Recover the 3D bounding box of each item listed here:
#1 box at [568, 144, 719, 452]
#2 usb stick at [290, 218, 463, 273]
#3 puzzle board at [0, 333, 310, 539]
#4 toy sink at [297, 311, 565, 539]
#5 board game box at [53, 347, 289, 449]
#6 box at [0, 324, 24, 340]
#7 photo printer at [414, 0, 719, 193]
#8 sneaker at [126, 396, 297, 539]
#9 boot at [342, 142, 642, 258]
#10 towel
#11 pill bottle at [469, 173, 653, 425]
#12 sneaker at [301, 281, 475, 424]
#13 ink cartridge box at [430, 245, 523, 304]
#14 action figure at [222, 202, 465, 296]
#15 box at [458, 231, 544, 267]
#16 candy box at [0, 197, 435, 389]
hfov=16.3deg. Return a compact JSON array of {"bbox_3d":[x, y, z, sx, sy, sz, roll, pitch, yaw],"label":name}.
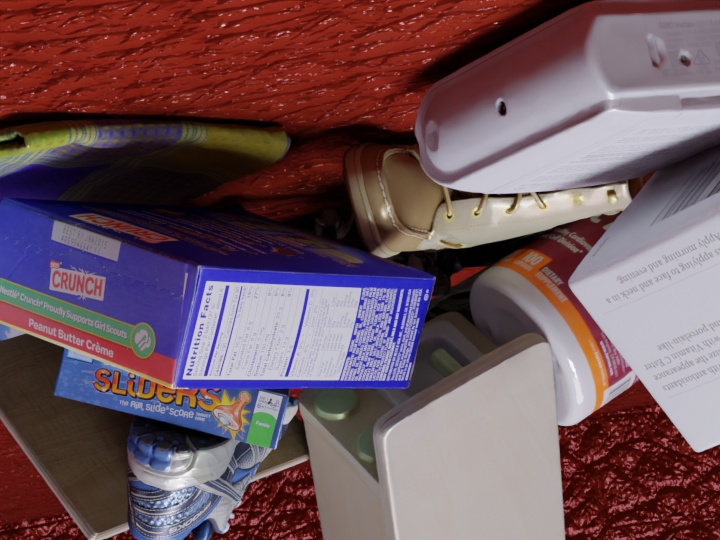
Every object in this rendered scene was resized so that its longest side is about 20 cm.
[{"bbox_3d":[0.257,-0.028,1.391,0.199,0.131,0.200,-28,-166,47],"label":"box"},{"bbox_3d":[0.010,-0.015,1.830,0.055,0.033,0.200,-8,173,34],"label":"usb stick"},{"bbox_3d":[-0.139,0.089,1.609,0.200,0.151,0.017,-17,149,-45],"label":"puzzle board"},{"bbox_3d":[0.044,0.112,1.617,0.130,0.112,0.201,-29,136,-20],"label":"toy sink"},{"bbox_3d":[-0.109,0.050,1.542,0.135,0.035,0.200,14,-168,-4],"label":"board game box"},{"bbox_3d":[-0.178,0.062,1.720,0.048,0.200,0.122,-41,-170,-38],"label":"box"},{"bbox_3d":[0.135,-0.093,1.366,0.166,0.070,0.200,-6,171,-30],"label":"photo printer"},{"bbox_3d":[-0.099,0.117,1.542,0.077,0.086,0.200,16,-166,15],"label":"sneaker"},{"bbox_3d":[0.084,-0.054,1.540,0.155,0.073,0.200,-12,172,19],"label":"boot"},{"bbox_3d":[-0.150,-0.058,1.438,0.199,0.023,0.143,0,168,-45],"label":"towel"},{"bbox_3d":[0.180,0.002,1.630,0.200,0.114,0.114,-33,179,-20],"label":"pill bottle"},{"bbox_3d":[0.037,0.073,1.717,0.199,0.074,0.088,-23,-159,32],"label":"sneaker"},{"bbox_3d":[0.095,0.040,1.798,0.200,0.051,0.109,-32,159,34],"label":"ink cartridge box"},{"bbox_3d":[0.000,0.000,1.691,0.199,0.102,0.119,-2,150,-27],"label":"action figure"},{"bbox_3d":[0.188,-0.047,1.780,0.199,0.044,0.160,-5,170,-27],"label":"box"},{"bbox_3d":[-0.087,0.013,1.446,0.169,0.077,0.200,19,-170,41],"label":"candy box"}]
